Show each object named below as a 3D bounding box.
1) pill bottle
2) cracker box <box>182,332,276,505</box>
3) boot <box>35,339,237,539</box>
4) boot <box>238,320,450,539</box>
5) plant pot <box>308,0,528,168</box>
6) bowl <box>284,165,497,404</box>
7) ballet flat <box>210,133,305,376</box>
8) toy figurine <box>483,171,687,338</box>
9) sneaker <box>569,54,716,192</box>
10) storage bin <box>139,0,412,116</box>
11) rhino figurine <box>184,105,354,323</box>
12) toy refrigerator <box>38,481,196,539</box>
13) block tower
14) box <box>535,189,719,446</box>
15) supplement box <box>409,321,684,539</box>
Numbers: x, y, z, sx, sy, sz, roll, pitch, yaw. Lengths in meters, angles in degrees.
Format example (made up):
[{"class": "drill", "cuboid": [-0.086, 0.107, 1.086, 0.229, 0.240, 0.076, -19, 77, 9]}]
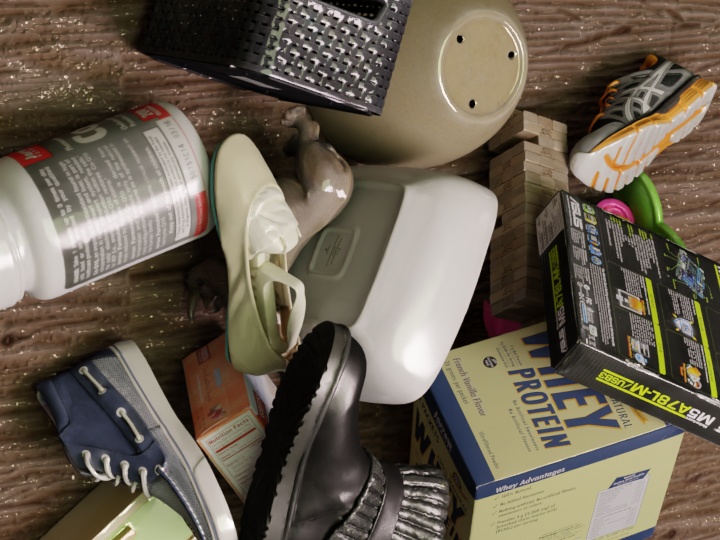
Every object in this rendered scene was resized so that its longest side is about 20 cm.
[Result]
[{"class": "pill bottle", "cuboid": [-0.220, -0.047, 1.358, 0.199, 0.114, 0.115, -24, 111, -27]}, {"class": "cracker box", "cuboid": [-0.070, 0.163, 1.478, 0.057, 0.134, 0.201, -30, 117, 5]}, {"class": "boot", "cuboid": [-0.178, 0.153, 1.397, 0.090, 0.201, 0.073, -26, 151, -18]}, {"class": "boot", "cuboid": [0.005, 0.148, 1.381, 0.157, 0.080, 0.213, 12, 110, -21]}, {"class": "plant pot", "cuboid": [0.067, -0.178, 1.503, 0.199, 0.134, 0.202, -7, 104, -32]}, {"class": "bowl", "cuboid": [0.000, 0.000, 1.450, 0.074, 0.199, 0.202, 30, 76, -39]}, {"class": "ballet flat", "cuboid": [-0.073, -0.009, 1.379, 0.069, 0.069, 0.202, -18, 119, -28]}, {"class": "toy figurine", "cuboid": [0.199, 0.017, 1.644, 0.183, 0.150, 0.202, -12, 86, -20]}, {"class": "sneaker", "cuboid": [0.250, -0.140, 1.646, 0.199, 0.077, 0.079, -33, 155, -41]}, {"class": "storage bin", "cuboid": [-0.069, -0.188, 1.374, 0.134, 0.199, 0.095, 15, 90, -34]}, {"class": "rhino figurine", "cuboid": [-0.081, -0.032, 1.447, 0.200, 0.088, 0.060, -50, 153, 14]}, {"class": "toy refrigerator", "cuboid": [-0.212, 0.238, 1.446, 0.200, 0.070, 0.076, -42, 119, -18]}, {"class": "block tower", "cuboid": [0.151, -0.047, 1.579, 0.057, 0.054, 0.202, 14, 64, -31]}, {"class": "box", "cuboid": [0.244, 0.041, 1.489, 0.192, 0.201, 0.048, 25, 126, -20]}, {"class": "supplement box", "cuboid": [0.158, 0.159, 1.550, 0.198, 0.135, 0.201, -16, 144, -14]}]
